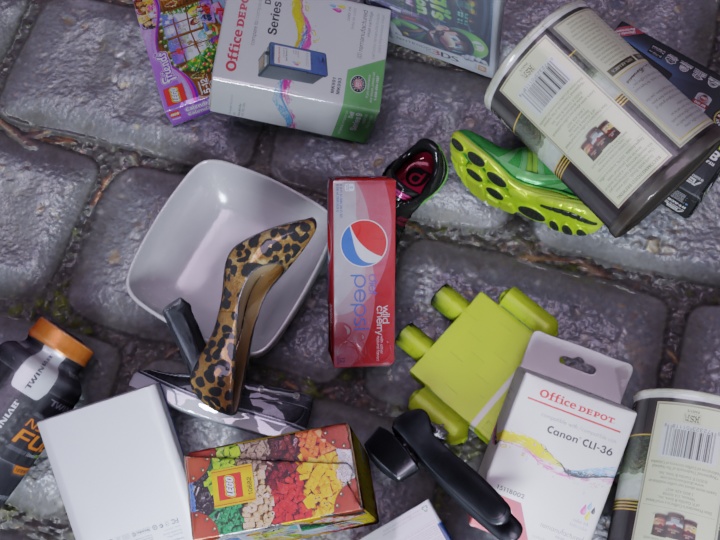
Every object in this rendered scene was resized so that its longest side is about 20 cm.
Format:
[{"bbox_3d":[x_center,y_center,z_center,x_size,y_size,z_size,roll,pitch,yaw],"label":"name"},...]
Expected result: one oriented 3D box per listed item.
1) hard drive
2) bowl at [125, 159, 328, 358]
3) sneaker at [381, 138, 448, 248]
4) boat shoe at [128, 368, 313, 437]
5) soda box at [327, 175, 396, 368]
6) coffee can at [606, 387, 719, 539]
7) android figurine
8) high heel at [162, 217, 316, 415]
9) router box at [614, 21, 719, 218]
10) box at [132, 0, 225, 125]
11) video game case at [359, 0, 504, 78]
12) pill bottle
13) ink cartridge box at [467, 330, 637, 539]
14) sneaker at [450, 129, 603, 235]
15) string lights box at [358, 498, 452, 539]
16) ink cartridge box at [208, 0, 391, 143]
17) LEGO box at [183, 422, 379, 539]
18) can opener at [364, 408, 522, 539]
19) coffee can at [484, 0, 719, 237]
[{"bbox_3d":[-0.240,0.231,0.862,0.132,0.025,0.200,-18,91,4],"label":"hard drive"},{"bbox_3d":[-0.144,-0.008,0.953,0.200,0.075,0.200,26,75,13],"label":"bowl"},{"bbox_3d":[0.029,-0.073,0.954,0.077,0.084,0.200,29,75,15],"label":"sneaker"},{"bbox_3d":[-0.149,0.132,0.905,0.200,0.072,0.068,15,74,8],"label":"boat shoe"},{"bbox_3d":[0.000,0.000,0.889,0.070,0.063,0.201,-2,100,-8],"label":"soda box"},{"bbox_3d":[0.314,0.230,0.784,0.146,0.146,0.200,15,72,11],"label":"coffee can"},{"bbox_3d":[0.139,0.108,0.903,0.200,0.041,0.182,42,79,19],"label":"android figurine"},{"bbox_3d":[-0.100,0.047,0.848,0.200,0.071,0.143,-37,64,10],"label":"high heel"},{"bbox_3d":[0.342,-0.178,0.971,0.200,0.062,0.150,35,78,16],"label":"router box"},{"bbox_3d":[-0.209,-0.300,1.082,0.137,0.039,0.200,-20,70,-1],"label":"box"},{"bbox_3d":[0.079,-0.313,0.972,0.181,0.200,0.023,23,76,13],"label":"video game case"},{"bbox_3d":[-0.378,0.150,0.903,0.106,0.106,0.200,30,76,15],"label":"pill bottle"},{"bbox_3d":[0.193,0.171,0.824,0.116,0.067,0.200,19,90,4],"label":"ink cartridge box"},{"bbox_3d":[0.195,-0.110,0.964,0.200,0.074,0.084,28,61,10],"label":"sneaker"},{"bbox_3d":[0.075,0.341,0.814,0.103,0.059,0.200,-29,70,-4],"label":"string lights box"},{"bbox_3d":[-0.073,-0.252,1.000,0.199,0.088,0.146,10,71,-7],"label":"ink cartridge box"},{"bbox_3d":[-0.067,0.213,0.799,0.149,0.200,0.077,-11,69,2],"label":"LEGO box"},{"bbox_3d":[0.085,0.199,0.804,0.079,0.063,0.200,-49,39,-9],"label":"can opener"},{"bbox_3d":[0.249,-0.156,0.860,0.146,0.146,0.200,-39,76,-8],"label":"coffee can"}]
